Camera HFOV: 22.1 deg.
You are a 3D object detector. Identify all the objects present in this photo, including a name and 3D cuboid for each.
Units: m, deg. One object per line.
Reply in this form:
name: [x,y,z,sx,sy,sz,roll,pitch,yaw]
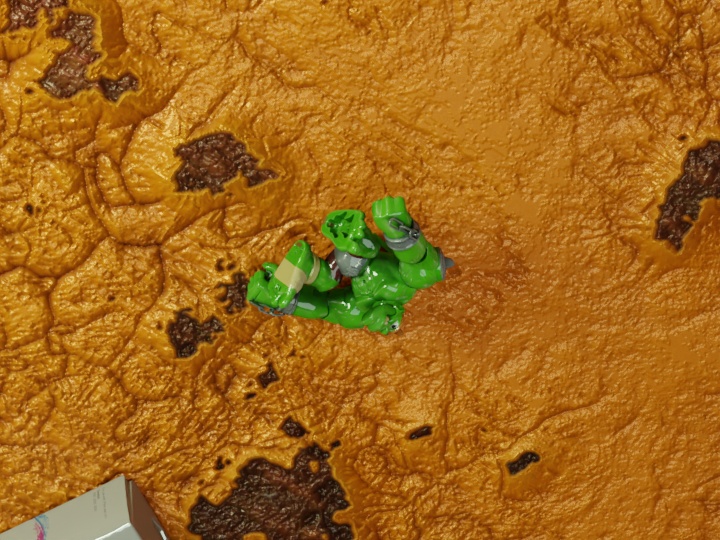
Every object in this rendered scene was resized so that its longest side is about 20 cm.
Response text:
ink cartridge box: [-0.283,0.315,1.826,0.199,0.085,0.145,-27,121,3]
ogre figurine: [0.000,0.000,1.694,0.120,0.098,0.200,26,120,-34]
